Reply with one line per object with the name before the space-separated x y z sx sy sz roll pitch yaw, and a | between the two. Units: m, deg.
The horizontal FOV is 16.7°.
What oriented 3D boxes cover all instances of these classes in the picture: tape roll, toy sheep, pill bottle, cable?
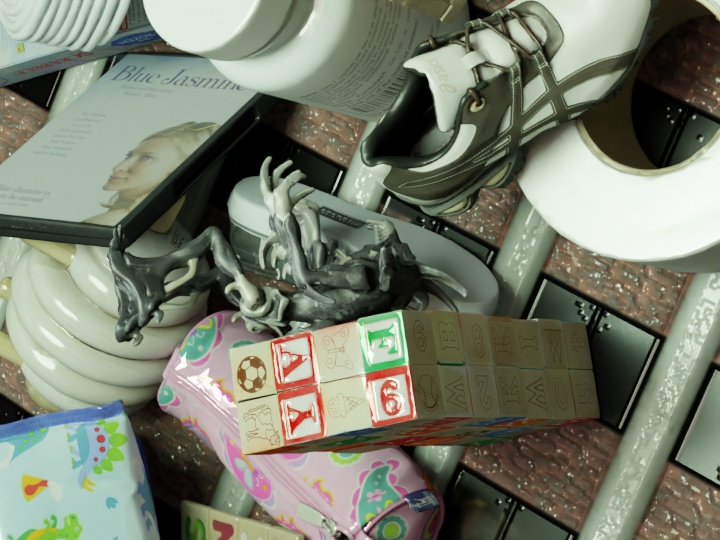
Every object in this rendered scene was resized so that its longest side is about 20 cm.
tape roll | 0.179 -0.100 1.366 0.202 0.071 0.203 -5 81 34
toy sheep | -0.161 0.019 1.549 0.138 0.138 0.200 56 135 26
pill bottle | -0.032 -0.156 1.439 0.114 0.200 0.115 -4 82 34
cable | -0.185 -0.239 1.535 0.200 0.069 0.201 -177 89 -69

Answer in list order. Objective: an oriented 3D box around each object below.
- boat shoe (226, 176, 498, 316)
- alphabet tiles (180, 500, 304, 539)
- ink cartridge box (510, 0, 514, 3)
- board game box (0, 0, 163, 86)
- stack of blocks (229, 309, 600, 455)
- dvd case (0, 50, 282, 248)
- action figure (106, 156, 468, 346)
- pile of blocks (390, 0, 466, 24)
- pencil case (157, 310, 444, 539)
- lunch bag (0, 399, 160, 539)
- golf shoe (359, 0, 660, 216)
boat shoe | 0.000 0.000 1.488 0.200 0.069 0.057 25 121 34
alphabet tiles | -0.073 0.232 1.493 0.200 0.006 0.167 8 99 54
ink cartridge box | 0.114 -0.269 1.403 0.200 0.050 0.161 -50 30 18
board game box | -0.206 -0.238 1.665 0.199 0.041 0.201 -11 79 33
stack of blocks | 0.034 0.065 1.369 0.115 0.200 0.059 -14 79 33
dvd case | -0.145 -0.079 1.531 0.142 0.200 0.018 6 127 35
action figure | -0.041 -0.007 1.389 0.199 0.119 0.102 -2 70 -1
pile of blocks | 0.018 -0.217 1.397 0.062 0.082 0.200 -52 32 18
pencil case | -0.037 0.110 1.484 0.200 0.087 0.088 43 109 31
lunch bag | -0.185 0.185 1.535 0.200 0.127 0.171 131 129 -71
golf shoe | 0.081 -0.109 1.337 0.200 0.094 0.078 -49 59 19
